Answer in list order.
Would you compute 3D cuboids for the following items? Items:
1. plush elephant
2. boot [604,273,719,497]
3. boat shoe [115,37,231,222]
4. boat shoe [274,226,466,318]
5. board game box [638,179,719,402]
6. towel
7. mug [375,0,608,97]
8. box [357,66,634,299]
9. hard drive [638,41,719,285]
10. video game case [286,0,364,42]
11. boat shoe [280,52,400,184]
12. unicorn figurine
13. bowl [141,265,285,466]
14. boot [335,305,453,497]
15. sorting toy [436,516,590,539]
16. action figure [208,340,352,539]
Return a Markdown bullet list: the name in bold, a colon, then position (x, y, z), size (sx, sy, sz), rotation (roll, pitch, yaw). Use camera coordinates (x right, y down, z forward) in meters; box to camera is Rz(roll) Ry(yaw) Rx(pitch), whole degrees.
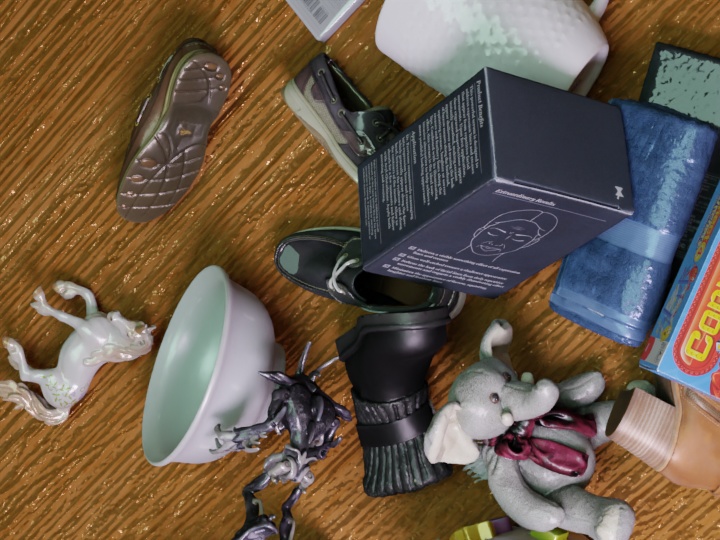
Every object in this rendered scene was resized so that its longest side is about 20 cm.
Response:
- **plush elephant**: position (0.143, 0.132, 1.508), size (0.199, 0.155, 0.165), rotation (-2, 50, 39)
- **boot**: position (0.312, 0.091, 1.468), size (0.154, 0.074, 0.201), rotation (26, 90, -7)
- **boat shoe**: position (-0.192, -0.142, 1.742), size (0.201, 0.072, 0.068), rotation (-62, 34, 21)
- **boat shoe**: position (0.000, 0.000, 1.640), size (0.199, 0.067, 0.072), rotation (15, 98, 27)
- **board game box**: position (0.357, 0.028, 1.403), size (0.195, 0.056, 0.201), rotation (24, 90, -7)
- **towel**: position (0.231, -0.044, 1.479), size (0.111, 0.048, 0.201), rotation (28, 102, 52)
- **mug**: position (0.140, -0.229, 1.542), size (0.175, 0.148, 0.200), rotation (36, 75, 14)
- **box**: position (0.111, -0.070, 1.488), size (0.200, 0.148, 0.108), rotation (-34, 52, 49)
- **hard drive**: position (0.296, -0.086, 1.513), size (0.139, 0.033, 0.202), rotation (20, 99, 25)
- **video game case**: position (-0.012, -0.342, 1.674), size (0.200, 0.018, 0.144), rotation (-44, 71, 20)
- **boat shoe**: position (0.006, -0.129, 1.636), size (0.200, 0.072, 0.065), rotation (46, 113, 25)
- **unicorn figurine**: position (-0.290, 0.077, 1.787), size (0.137, 0.074, 0.201), rotation (38, 120, 12)
- **bowl**: position (-0.132, 0.103, 1.668), size (0.201, 0.090, 0.202), rotation (-51, 28, 40)
- **boot**: position (0.042, 0.120, 1.567), size (0.079, 0.211, 0.159), rotation (-9, 80, -14)
- **sorting toy**: position (0.108, 0.265, 1.515), size (0.199, 0.180, 0.108), rotation (-17, 73, 25)
- **action figure**: position (-0.077, 0.167, 1.572), size (0.102, 0.119, 0.201), rotation (-12, 55, 41)
